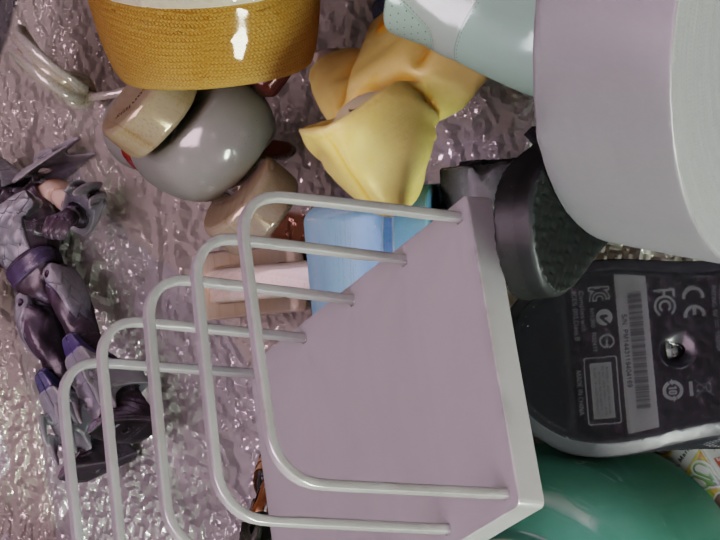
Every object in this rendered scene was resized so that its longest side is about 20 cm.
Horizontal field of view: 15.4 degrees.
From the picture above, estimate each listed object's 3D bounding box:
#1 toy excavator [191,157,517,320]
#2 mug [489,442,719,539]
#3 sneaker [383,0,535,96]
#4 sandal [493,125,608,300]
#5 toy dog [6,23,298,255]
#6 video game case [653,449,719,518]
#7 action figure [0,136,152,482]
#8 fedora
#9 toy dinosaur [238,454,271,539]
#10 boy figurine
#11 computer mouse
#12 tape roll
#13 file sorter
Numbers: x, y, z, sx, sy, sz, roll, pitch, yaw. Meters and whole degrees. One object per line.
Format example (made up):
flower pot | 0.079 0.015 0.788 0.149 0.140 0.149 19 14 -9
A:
toy excavator | 0.000 0.000 1.297 0.200 0.194 0.100 -4 92 10
mug | 0.100 0.153 1.188 0.185 0.114 0.152 -10 89 26
sneaker | 0.084 -0.172 1.180 0.118 0.074 0.201 20 63 19
sandal | 0.090 -0.042 1.169 0.048 0.200 0.075 -3 103 26
toy dog | -0.080 -0.085 1.343 0.096 0.132 0.200 -46 38 -4
video game case | 0.127 0.180 1.272 0.200 0.023 0.182 -45 67 32
action figure | -0.173 0.012 1.467 0.130 0.069 0.200 -43 65 37
fedora | -0.072 -0.132 1.234 0.200 0.201 0.082 15 118 36
toy dinosaur | -0.016 0.121 1.342 0.200 0.102 0.136 94 177 -59
boy figurine | 0.019 -0.104 1.237 0.124 0.200 0.064 -16 127 39
computer mouse | 0.159 0.043 1.182 0.200 0.053 0.139 0 82 5
tape roll | 0.148 -0.104 1.117 0.066 0.200 0.201 10 99 33
file sorter | -0.035 0.066 1.152 0.200 0.124 0.139 -39 53 51
